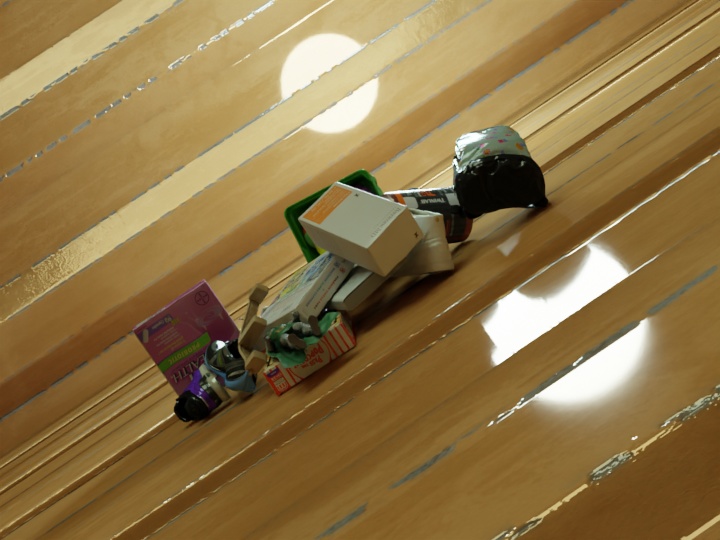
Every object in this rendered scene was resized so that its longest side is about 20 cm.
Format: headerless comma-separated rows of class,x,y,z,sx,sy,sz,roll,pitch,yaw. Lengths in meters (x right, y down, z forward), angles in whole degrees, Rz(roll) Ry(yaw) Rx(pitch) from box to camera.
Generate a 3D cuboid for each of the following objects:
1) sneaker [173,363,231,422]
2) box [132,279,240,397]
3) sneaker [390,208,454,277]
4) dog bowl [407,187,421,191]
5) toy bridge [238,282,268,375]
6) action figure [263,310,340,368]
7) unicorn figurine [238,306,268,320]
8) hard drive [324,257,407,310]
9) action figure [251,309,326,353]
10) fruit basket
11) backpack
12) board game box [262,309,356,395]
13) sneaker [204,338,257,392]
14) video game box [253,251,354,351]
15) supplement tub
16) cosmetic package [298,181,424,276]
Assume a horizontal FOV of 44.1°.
sneaker,-0.307,0.235,1.660,0.100,0.070,0.200,-40,7,-12
box,-0.337,0.150,1.826,0.176,0.200,0.097,-34,8,-9
sneaker,0.093,-0.048,1.531,0.074,0.116,0.200,-8,-1,-28
dog bowl,0.133,-0.120,1.935,0.050,0.111,0.200,-66,-8,25
toy bridge,-0.186,0.108,1.525,0.067,0.027,0.200,-52,25,30
action figure,-0.111,0.103,1.395,0.118,0.055,0.200,-41,9,-19
unicorn figurine,-0.135,0.071,1.873,0.200,0.074,0.137,3,-57,-42
hard drive,-0.005,0.017,1.534,0.132,0.027,0.200,-42,11,-14
action figure,-0.136,0.095,1.723,0.200,0.105,0.194,-31,17,24
fruit basket,-0.043,-0.087,1.713,0.215,0.156,0.216,-27,3,2
backpack,0.234,-0.175,1.549,0.167,0.127,0.200,-3,22,3
board game box,-0.084,0.126,1.489,0.151,0.046,0.200,-33,7,3
sneaker,-0.226,0.160,1.608,0.200,0.071,0.083,22,96,64
video game box,-0.102,0.045,1.576,0.200,0.047,0.182,-30,22,53
supplement tub,0.098,-0.095,1.623,0.200,0.107,0.107,-7,-3,-21
cosmetic package,-0.002,-0.072,1.480,0.101,0.071,0.200,-46,39,-17
